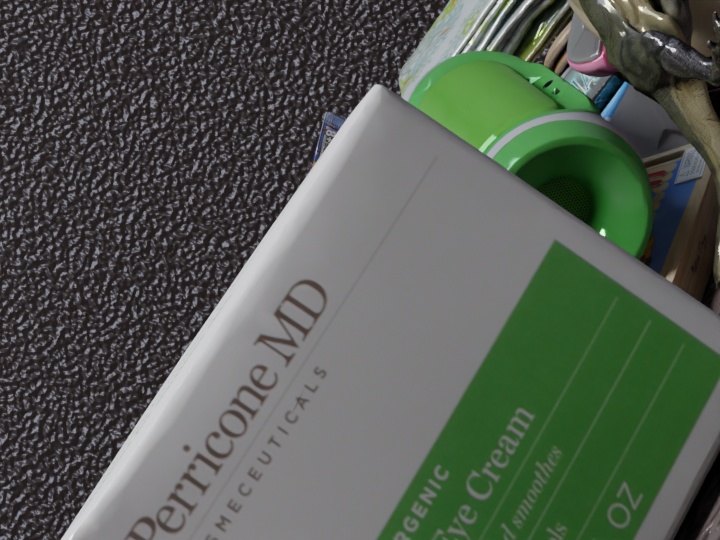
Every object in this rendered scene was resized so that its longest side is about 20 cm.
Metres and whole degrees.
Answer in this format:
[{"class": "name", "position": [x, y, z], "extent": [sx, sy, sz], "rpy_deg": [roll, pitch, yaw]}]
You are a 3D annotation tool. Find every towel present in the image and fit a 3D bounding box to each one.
[{"class": "towel", "position": [0.085, -0.160, 1.199], "extent": [0.171, 0.048, 0.200], "rpy_deg": [-51, 10, 14]}]

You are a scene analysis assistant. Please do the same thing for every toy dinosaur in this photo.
[{"class": "toy dinosaur", "position": [0.131, -0.100, 0.830], "extent": [0.047, 0.201, 0.088], "rpy_deg": [-17, -19, -29]}]

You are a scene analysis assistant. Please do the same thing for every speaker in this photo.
[{"class": "speaker", "position": [0.073, -0.049, 0.917], "extent": [0.089, 0.088, 0.200], "rpy_deg": [-56, 17, 9]}]

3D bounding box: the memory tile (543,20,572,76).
[{"class": "memory tile", "position": [0.131, -0.127, 1.164], "extent": [0.200, 0.017, 0.153], "rpy_deg": [-52, -10, 29]}]

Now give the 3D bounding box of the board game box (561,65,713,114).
[{"class": "board game box", "position": [0.191, -0.145, 1.116], "extent": [0.135, 0.028, 0.200], "rpy_deg": [-5, -40, -52]}]

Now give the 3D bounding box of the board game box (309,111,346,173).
[{"class": "board game box", "position": [0.045, 0.014, 1.374], "extent": [0.062, 0.198, 0.201], "rpy_deg": [113, 171, -73]}]

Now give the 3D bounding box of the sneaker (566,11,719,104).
[{"class": "sneaker", "position": [0.200, -0.132, 0.977], "extent": [0.199, 0.095, 0.079], "rpy_deg": [-19, 46, 47]}]

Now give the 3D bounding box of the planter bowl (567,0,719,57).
[{"class": "planter bowl", "position": [0.145, -0.218, 0.906], "extent": [0.199, 0.135, 0.201], "rpy_deg": [-24, 47, 29]}]

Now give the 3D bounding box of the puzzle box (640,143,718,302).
[{"class": "puzzle box", "position": [0.098, 0.006, 0.910], "extent": [0.132, 0.026, 0.200], "rpy_deg": [-18, 21, 27]}]

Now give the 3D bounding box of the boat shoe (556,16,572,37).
[{"class": "boat shoe", "position": [0.211, -0.190, 1.247], "extent": [0.199, 0.067, 0.074], "rpy_deg": [-16, 38, 28]}]

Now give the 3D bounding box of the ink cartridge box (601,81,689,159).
[{"class": "ink cartridge box", "position": [0.112, 0.003, 1.095], "extent": [0.200, 0.068, 0.115], "rpy_deg": [-55, 0, 36]}]

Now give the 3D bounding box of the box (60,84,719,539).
[{"class": "box", "position": [0.003, 0.085, 0.702], "extent": [0.200, 0.171, 0.200], "rpy_deg": [-57, 1, -25]}]
